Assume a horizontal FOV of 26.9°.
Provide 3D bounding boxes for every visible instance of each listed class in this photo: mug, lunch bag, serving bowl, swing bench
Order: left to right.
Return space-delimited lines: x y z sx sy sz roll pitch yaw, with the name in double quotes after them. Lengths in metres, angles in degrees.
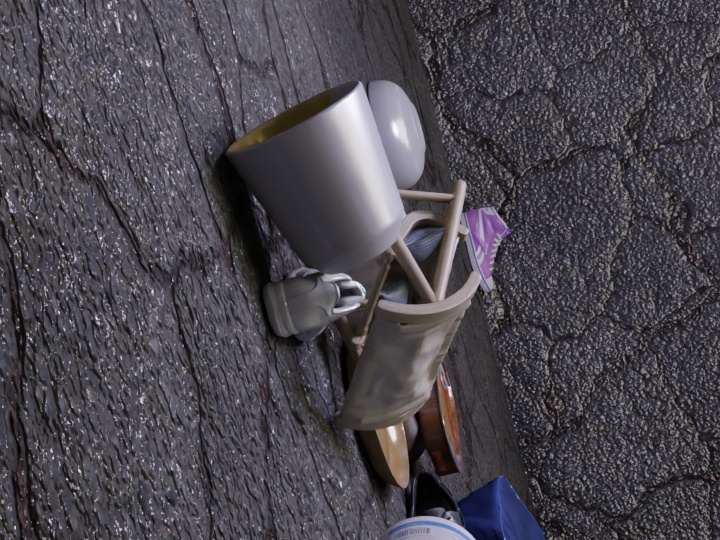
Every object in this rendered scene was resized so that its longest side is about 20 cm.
-0.031 -0.088 1.483 0.154 0.148 0.187 62 8 -13 "mug"
0.042 0.036 1.615 0.200 0.128 0.201 111 -23 -47 "swing bench"
0.072 -0.243 2.646 0.200 0.065 0.202 -15 90 -80 "serving bowl"
0.169 0.386 2.048 0.136 0.132 0.200 54 16 -17 "lunch bag"

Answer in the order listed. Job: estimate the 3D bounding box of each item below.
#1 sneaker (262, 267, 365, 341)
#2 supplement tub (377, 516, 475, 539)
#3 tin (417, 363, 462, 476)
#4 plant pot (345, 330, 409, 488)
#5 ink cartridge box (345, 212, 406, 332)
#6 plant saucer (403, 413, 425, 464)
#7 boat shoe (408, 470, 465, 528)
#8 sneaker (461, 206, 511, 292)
-0.035 0.029 1.531 0.200 0.088 0.076 -27 100 -81 "sneaker"
0.061 0.339 1.480 0.200 0.131 0.133 -70 143 -73 "supplement tub"
0.105 0.192 2.064 0.201 0.041 0.113 -93 169 -52 "tin"
0.018 0.166 1.811 0.200 0.027 0.202 -16 90 -80 "plant pot"
0.013 -0.009 1.787 0.200 0.115 0.068 62 15 -57 "ink cartridge box"
0.059 0.161 2.048 0.200 0.032 0.202 -15 90 -82 "plant saucer"
0.094 0.318 1.875 0.200 0.074 0.067 -87 157 -63 "boat shoe"
0.315 -0.053 3.627 0.073 0.113 0.203 -39 115 -81 "sneaker"
